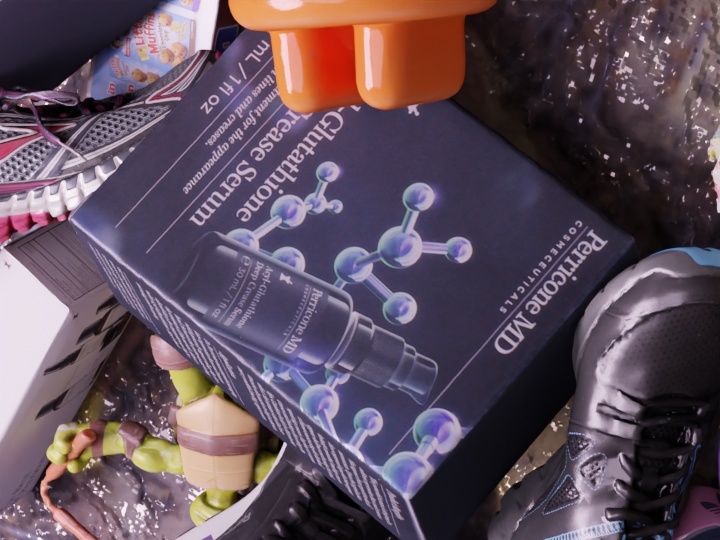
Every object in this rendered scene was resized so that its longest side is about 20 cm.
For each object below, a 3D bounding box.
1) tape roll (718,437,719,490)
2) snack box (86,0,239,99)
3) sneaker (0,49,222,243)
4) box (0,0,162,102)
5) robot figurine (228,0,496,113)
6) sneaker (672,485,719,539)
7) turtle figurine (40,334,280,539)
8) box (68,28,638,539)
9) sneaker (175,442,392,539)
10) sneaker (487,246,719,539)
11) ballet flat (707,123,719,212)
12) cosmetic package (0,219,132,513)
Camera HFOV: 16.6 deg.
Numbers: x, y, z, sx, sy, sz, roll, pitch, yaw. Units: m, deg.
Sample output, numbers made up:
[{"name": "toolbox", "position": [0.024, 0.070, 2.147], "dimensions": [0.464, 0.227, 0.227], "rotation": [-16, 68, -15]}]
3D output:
[{"name": "tape roll", "position": [0.250, 0.083, 1.010], "dimensions": [0.200, 0.066, 0.201], "rotation": [9, 107, 30]}, {"name": "snack box", "position": [-0.100, -0.083, 1.213], "dimensions": [0.072, 0.024, 0.201], "rotation": [22, 113, 28]}, {"name": "sneaker", "position": [-0.153, -0.058, 1.152], "dimensions": [0.199, 0.081, 0.075], "rotation": [-22, 100, 3]}, {"name": "box", "position": [-0.157, -0.205, 1.150], "dimensions": [0.200, 0.104, 0.183], "rotation": [-35, 72, 34]}, {"name": "robot figurine", "position": [0.000, -0.166, 1.003], "dimensions": [0.144, 0.116, 0.201], "rotation": [-168, 71, -69]}, {"name": "sneaker", "position": [0.109, 0.164, 1.132], "dimensions": [0.200, 0.070, 0.082], "rotation": [-31, 56, 39]}, {"name": "turtle figurine", "position": [-0.058, 0.073, 1.202], "dimensions": [0.199, 0.064, 0.162], "rotation": [10, 118, 14]}, {"name": "box", "position": [0.000, 0.000, 1.082], "dimensions": [0.200, 0.107, 0.149], "rotation": [38, 79, 18]}, {"name": "sneaker", "position": [-0.026, 0.126, 1.135], "dimensions": [0.076, 0.088, 0.200], "rotation": [41, 104, -13]}, {"name": "sneaker", "position": [0.117, 0.080, 1.028], "dimensions": [0.082, 0.073, 0.200], "rotation": [-108, 30, -49]}, {"name": "ballet flat", "position": [0.178, -0.054, 0.970], "dimensions": [0.075, 0.064, 0.200], "rotation": [-2, 138, 0]}, {"name": "cosmetic package", "position": [-0.171, 0.055, 1.240], "dimensions": [0.051, 0.082, 0.200], "rotation": [43, 130, 13]}]
